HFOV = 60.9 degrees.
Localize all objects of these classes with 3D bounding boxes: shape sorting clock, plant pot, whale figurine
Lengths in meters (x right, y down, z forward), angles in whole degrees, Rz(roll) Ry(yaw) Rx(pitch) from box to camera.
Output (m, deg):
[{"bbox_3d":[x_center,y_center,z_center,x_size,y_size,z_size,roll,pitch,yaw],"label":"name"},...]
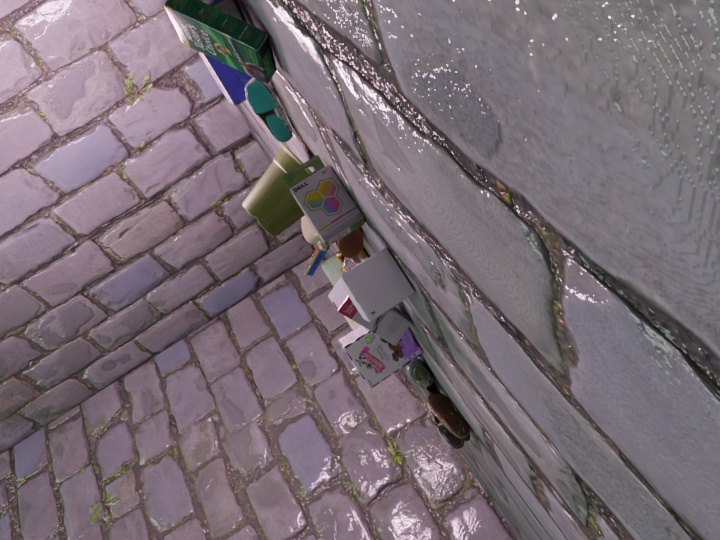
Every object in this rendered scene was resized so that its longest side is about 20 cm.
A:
[{"bbox_3d":[-0.122,-0.070,1.878,0.039,0.200,0.200,29,179,-7],"label":"shape sorting clock"},{"bbox_3d":[-0.202,-0.195,1.608,0.200,0.190,0.200,44,-179,-1],"label":"plant pot"},{"bbox_3d":[-0.086,-0.134,1.710,0.200,0.104,0.160,9,102,56],"label":"whale figurine"}]

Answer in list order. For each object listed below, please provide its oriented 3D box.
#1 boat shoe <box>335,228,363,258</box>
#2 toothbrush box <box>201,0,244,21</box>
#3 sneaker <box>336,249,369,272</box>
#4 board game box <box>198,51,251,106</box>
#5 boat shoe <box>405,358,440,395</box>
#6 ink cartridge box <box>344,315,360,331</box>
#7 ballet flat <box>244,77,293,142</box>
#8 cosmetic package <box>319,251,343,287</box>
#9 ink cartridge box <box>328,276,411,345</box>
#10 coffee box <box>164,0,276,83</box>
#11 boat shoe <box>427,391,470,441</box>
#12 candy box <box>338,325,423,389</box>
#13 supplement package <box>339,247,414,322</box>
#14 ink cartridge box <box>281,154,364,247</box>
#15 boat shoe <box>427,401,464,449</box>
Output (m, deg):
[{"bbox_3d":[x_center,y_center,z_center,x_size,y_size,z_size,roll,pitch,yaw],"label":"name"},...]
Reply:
[{"bbox_3d":[-0.042,-0.112,1.495,0.070,0.070,0.200,59,171,36],"label":"boat shoe"},{"bbox_3d":[-0.320,-0.559,1.271,0.200,0.085,0.146,55,175,22],"label":"toothbrush box"},{"bbox_3d":[0.000,0.000,1.692,0.200,0.082,0.078,52,173,46],"label":"sneaker"},{"bbox_3d":[-0.341,-0.532,1.617,0.160,0.097,0.200,59,175,-23],"label":"board game box"},{"bbox_3d":[0.213,0.353,2.018,0.062,0.072,0.200,28,164,44],"label":"boat shoe"},{"bbox_3d":[0.058,0.193,1.986,0.145,0.144,0.200,59,175,-21],"label":"ink cartridge box"},{"bbox_3d":[-0.228,-0.403,1.515,0.072,0.072,0.200,54,174,41],"label":"ballet flat"},{"bbox_3d":[-0.021,0.031,1.868,0.200,0.087,0.103,57,-148,-2],"label":"cosmetic package"},{"bbox_3d":[0.025,0.107,1.681,0.200,0.083,0.145,33,-176,-19],"label":"ink cartridge box"},{"bbox_3d":[-0.259,-0.435,1.149,0.200,0.044,0.123,28,169,6],"label":"coffee box"},{"bbox_3d":[0.281,0.472,1.962,0.200,0.073,0.065,52,168,49],"label":"boat shoe"},{"bbox_3d":[0.063,0.231,1.851,0.168,0.200,0.072,58,176,-21],"label":"candy box"},{"bbox_3d":[0.032,0.035,1.361,0.117,0.117,0.200,58,176,1],"label":"supplement package"},{"bbox_3d":[-0.087,-0.164,1.363,0.200,0.104,0.059,57,175,9],"label":"ink cartridge box"},{"bbox_3d":[0.298,0.541,2.168,0.200,0.073,0.065,56,179,16],"label":"boat shoe"}]
